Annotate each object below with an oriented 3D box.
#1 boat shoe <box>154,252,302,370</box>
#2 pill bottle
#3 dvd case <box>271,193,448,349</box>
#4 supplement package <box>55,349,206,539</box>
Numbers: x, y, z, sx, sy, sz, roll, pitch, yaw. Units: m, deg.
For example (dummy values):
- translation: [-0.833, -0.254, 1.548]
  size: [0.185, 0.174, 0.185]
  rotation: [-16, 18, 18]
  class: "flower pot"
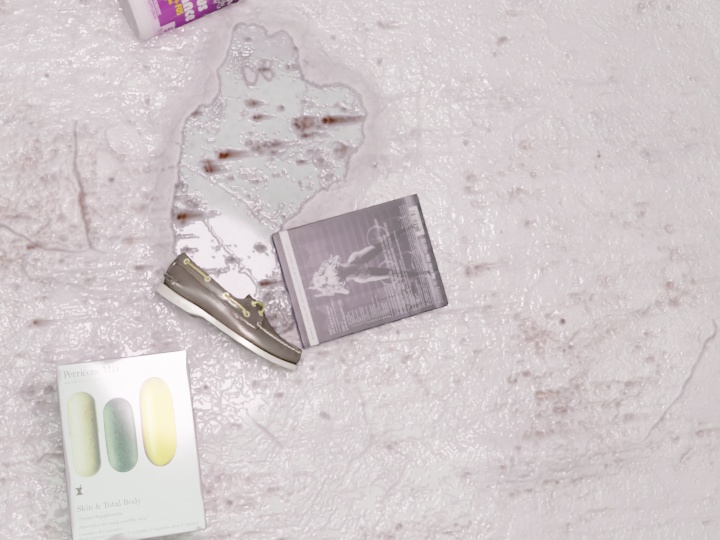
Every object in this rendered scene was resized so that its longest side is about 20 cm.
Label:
- translation: [-0.152, 0.052, 1.470]
  size: [0.200, 0.072, 0.061]
  rotation: [32, 84, -2]
  class: "boat shoe"
- translation: [-0.203, -0.372, 1.486]
  size: [0.198, 0.112, 0.113]
  rotation: [-27, 89, -12]
  class: "pill bottle"
- translation: [0.000, 0.000, 1.533]
  size: [0.198, 0.016, 0.151]
  rotation: [-16, 88, -13]
  class: "dvd case"
- translation: [-0.265, 0.202, 1.392]
  size: [0.150, 0.151, 0.203]
  rotation: [-6, 85, -11]
  class: "supplement package"
